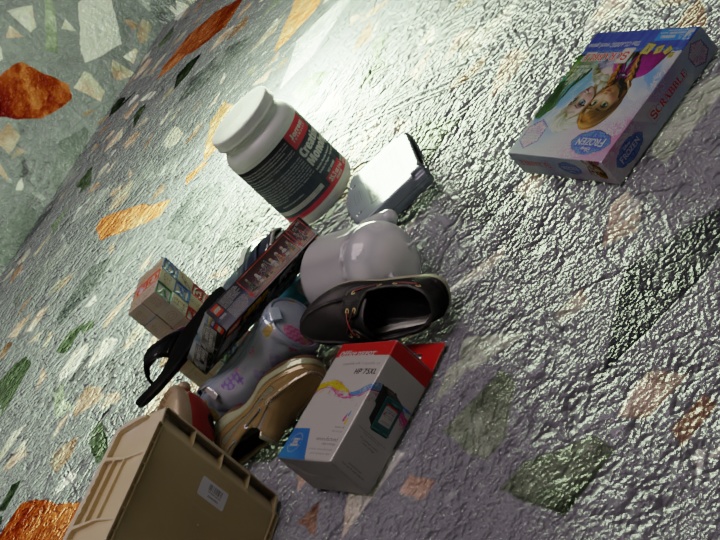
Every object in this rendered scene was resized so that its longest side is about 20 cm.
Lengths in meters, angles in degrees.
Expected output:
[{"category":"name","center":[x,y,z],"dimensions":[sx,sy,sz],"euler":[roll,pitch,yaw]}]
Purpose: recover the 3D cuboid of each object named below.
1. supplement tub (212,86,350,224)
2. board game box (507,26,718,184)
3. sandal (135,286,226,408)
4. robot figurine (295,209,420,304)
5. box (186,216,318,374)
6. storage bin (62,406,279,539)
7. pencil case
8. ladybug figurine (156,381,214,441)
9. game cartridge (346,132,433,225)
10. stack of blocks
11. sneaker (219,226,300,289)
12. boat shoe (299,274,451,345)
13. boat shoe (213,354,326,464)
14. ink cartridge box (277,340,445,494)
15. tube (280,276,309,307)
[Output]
[{"category":"supplement tub","center":[-0.125,-0.181,1.880],"dimensions":[0.140,0.200,0.141],"euler":[-37,26,22]},{"category":"board game box","center":[0.292,-0.197,1.390],"dimensions":[0.200,0.041,0.199],"euler":[-53,24,-9]},{"category":"sandal","center":[-0.245,0.095,1.565],"dimensions":[0.201,0.048,0.075],"euler":[-54,-5,14]},{"category":"robot figurine","center":[0.000,0.000,1.506],"dimensions":[0.199,0.112,0.172],"euler":[-13,53,53]},{"category":"box","center":[-0.142,0.033,1.549],"dimensions":[0.200,0.040,0.137],"euler":[-48,-6,-33]},{"category":"storage bin","center":[-0.209,0.293,1.320],"dimensions":[0.093,0.200,0.200],"euler":[-24,33,40]},{"category":"pencil case","center":[-0.133,0.123,1.537],"dimensions":[0.200,0.090,0.084],"euler":[-47,25,33]},{"category":"ladybug figurine","center":[-0.234,0.246,1.523],"dimensions":[0.136,0.071,0.203],"euler":[-160,80,-70]},{"category":"game cartridge","center":[0.038,-0.123,1.703],"dimensions":[0.133,0.041,0.200],"euler":[-46,19,14]},{"category":"stack of blocks","center":[-0.231,0.090,1.659],"dimensions":[0.058,0.200,0.116],"euler":[-36,25,22]},{"category":"sneaker","center":[-0.127,-0.021,1.761],"dimensions":[0.146,0.077,0.203],"euler":[-41,12,32]},{"category":"boat shoe","center":[0.008,0.049,1.401],"dimensions":[0.199,0.075,0.063],"euler":[-12,8,26]},{"category":"boat shoe","center":[-0.112,0.188,1.491],"dimensions":[0.200,0.071,0.077],"euler":[-45,36,29]},{"category":"ink cartridge box","center":[0.004,0.148,1.336],"dimensions":[0.116,0.067,0.201],"euler":[-10,44,55]},{"category":"tube","center":[-0.038,0.004,1.647],"dimensions":[0.199,0.051,0.077],"euler":[-35,3,26]}]
